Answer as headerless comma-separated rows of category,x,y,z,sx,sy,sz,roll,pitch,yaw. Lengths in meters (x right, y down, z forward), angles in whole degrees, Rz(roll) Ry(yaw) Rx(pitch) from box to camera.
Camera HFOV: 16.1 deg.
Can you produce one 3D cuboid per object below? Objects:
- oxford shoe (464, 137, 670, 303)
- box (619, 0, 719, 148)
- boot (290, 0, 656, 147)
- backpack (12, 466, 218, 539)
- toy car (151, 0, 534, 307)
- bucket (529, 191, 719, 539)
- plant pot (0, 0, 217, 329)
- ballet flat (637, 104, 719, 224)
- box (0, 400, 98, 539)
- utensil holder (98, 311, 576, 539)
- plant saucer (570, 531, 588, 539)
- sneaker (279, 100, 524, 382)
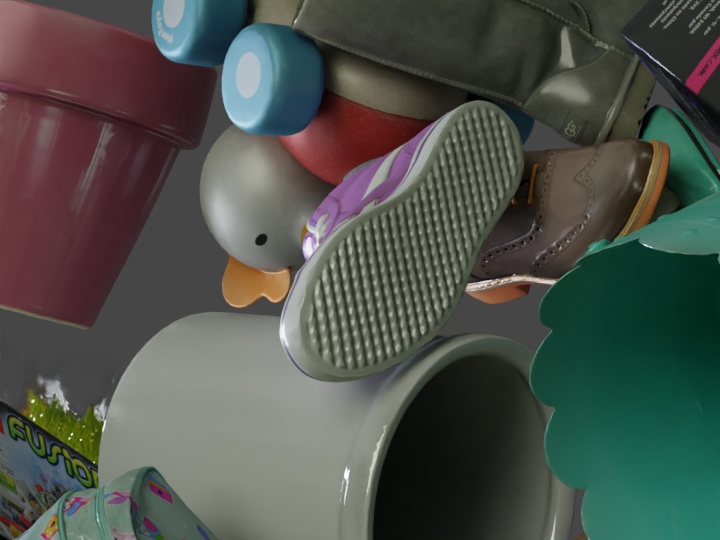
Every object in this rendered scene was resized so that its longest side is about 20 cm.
oxford shoe,0.089,-0.031,1.355,0.200,0.073,0.072,-28,42,55
box,0.244,-0.083,1.286,0.106,0.122,0.200,-46,46,3
boot,0.077,-0.158,1.405,0.199,0.073,0.183,22,50,3
backpack,-0.099,0.197,1.231,0.126,0.200,0.167,-37,17,5
toy car,-0.030,-0.059,1.481,0.177,0.183,0.201,44,122,47
bucket,0.191,0.055,1.161,0.206,0.209,0.134,16,35,42
plant pot,-0.206,-0.065,1.583,0.199,0.199,0.180,13,86,41
ballet flat,0.177,-0.013,1.325,0.070,0.068,0.200,-26,47,-8
box,-0.158,0.147,1.392,0.035,0.200,0.111,-34,48,15
utensil holder,-0.016,0.108,1.333,0.199,0.170,0.171,7,68,41
plant saucer,0.154,0.182,1.202,0.198,0.030,0.201,-13,32,8
sneaker,0.001,0.000,1.295,0.114,0.073,0.201,-24,17,44
